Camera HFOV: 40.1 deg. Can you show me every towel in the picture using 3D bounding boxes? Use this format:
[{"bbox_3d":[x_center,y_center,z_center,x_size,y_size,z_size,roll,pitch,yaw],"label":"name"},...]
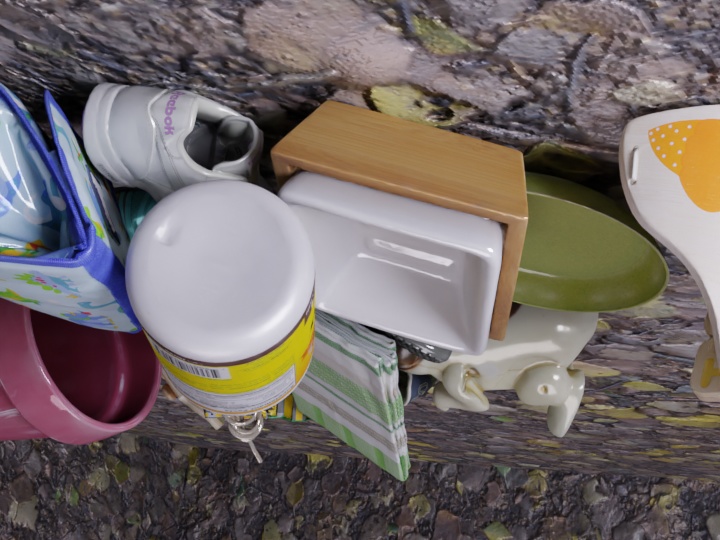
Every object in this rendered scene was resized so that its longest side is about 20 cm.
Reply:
[{"bbox_3d":[-0.017,0.099,0.894,0.149,0.031,0.201,31,151,29],"label":"towel"}]

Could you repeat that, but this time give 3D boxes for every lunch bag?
[{"bbox_3d":[-0.222,-0.043,0.617,0.199,0.128,0.170,36,168,10],"label":"lunch bag"}]

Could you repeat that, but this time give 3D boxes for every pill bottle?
[{"bbox_3d":[-0.083,0.029,0.640,0.108,0.110,0.200,7,160,-1],"label":"pill bottle"}]

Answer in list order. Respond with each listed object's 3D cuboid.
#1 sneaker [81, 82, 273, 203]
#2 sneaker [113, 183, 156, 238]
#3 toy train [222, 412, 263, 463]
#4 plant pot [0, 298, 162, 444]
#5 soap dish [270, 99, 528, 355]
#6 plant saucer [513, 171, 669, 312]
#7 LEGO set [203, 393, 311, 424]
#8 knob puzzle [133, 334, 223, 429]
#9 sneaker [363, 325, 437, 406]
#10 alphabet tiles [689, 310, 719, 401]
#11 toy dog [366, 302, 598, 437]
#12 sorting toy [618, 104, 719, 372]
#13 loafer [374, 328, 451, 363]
[{"bbox_3d":[-0.097,-0.061,0.670,0.099,0.075,0.200,1,164,25],"label":"sneaker"},{"bbox_3d":[-0.196,-0.036,0.799,0.198,0.080,0.078,4,164,10],"label":"sneaker"},{"bbox_3d":[-0.082,0.070,0.810,0.084,0.201,0.115,-30,-165,-39],"label":"toy train"},{"bbox_3d":[-0.330,0.087,0.995,0.178,0.201,0.200,-20,154,22],"label":"plant pot"},{"bbox_3d":[0.031,-0.024,0.660,0.156,0.082,0.200,16,158,11],"label":"soap dish"},{"bbox_3d":[0.131,-0.023,0.739,0.199,0.031,0.200,15,159,6],"label":"plant saucer"},{"bbox_3d":[-0.119,0.081,1.071,0.152,0.117,0.200,3,-169,-6],"label":"LEGO set"},{"bbox_3d":[-0.226,0.115,1.155,0.220,0.030,0.220,50,174,7],"label":"knob puzzle"},{"bbox_3d":[-0.014,0.072,0.993,0.199,0.090,0.067,23,128,10],"label":"sneaker"},{"bbox_3d":[0.318,0.040,0.650,0.199,0.196,0.015,-9,136,46],"label":"alphabet tiles"},{"bbox_3d":[0.103,0.056,0.894,0.198,0.140,0.194,7,152,-1],"label":"toy dog"},{"bbox_3d":[0.250,0.016,0.576,0.199,0.181,0.106,23,153,-38],"label":"sorting toy"},{"bbox_3d":[0.000,0.000,0.821,0.199,0.070,0.075,32,171,3],"label":"loafer"}]
